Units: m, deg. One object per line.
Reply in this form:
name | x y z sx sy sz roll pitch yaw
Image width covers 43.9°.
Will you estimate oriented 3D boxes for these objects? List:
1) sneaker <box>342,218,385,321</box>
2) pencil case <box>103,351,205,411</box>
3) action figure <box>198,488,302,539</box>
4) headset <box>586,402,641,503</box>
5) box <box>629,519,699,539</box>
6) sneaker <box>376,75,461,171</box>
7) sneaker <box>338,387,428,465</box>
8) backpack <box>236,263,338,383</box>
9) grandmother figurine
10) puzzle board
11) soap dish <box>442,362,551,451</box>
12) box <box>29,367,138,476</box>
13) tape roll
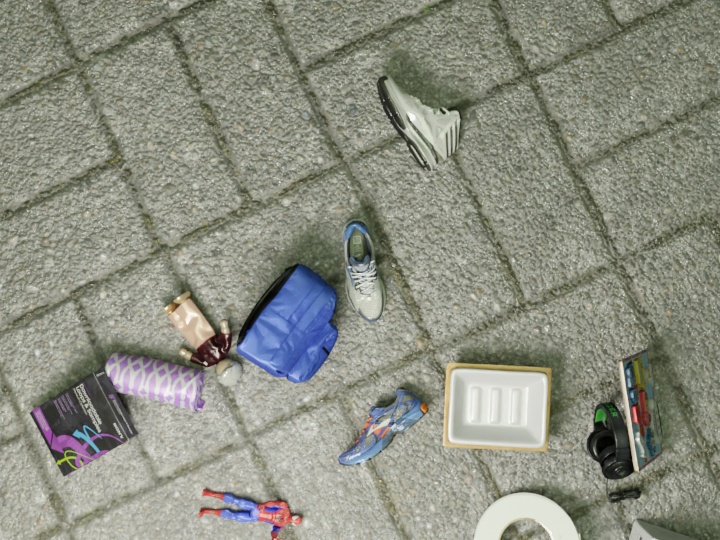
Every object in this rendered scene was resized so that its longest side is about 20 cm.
sneaker | 0.000 0.000 1.701 0.076 0.085 0.202 -13 89 1
pencil case | -0.397 0.216 1.711 0.198 0.084 0.086 12 124 4
action figure | -0.210 0.466 1.695 0.198 0.099 0.066 9 90 -1
headset | 0.482 0.344 1.671 0.093 0.124 0.202 -6 107 -4
box | 0.588 0.599 1.653 0.198 0.131 0.201 17 89 2
sneaker | 0.121 -0.304 1.718 0.115 0.076 0.201 -33 96 -8
sneaker | 0.034 0.301 1.709 0.200 0.075 0.079 -38 79 -7
backpack | -0.122 0.100 1.670 0.167 0.162 0.201 33 77 -7
grandmother figurine | -0.295 0.136 1.723 0.121 0.061 0.201 -35 91 28
puzzle board | 0.525 0.256 1.659 0.017 0.150 0.202 -9 89 36
soap dish | 0.257 0.256 1.692 0.198 0.081 0.159 3 89 1
box | -0.526 0.289 1.695 0.199 0.036 0.144 -31 88 26
tape roll | 0.314 0.520 1.681 0.201 0.037 0.205 -3 75 12
